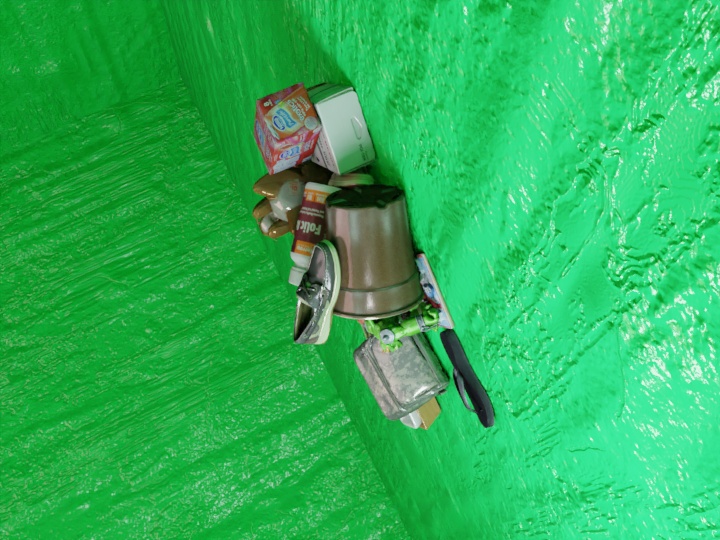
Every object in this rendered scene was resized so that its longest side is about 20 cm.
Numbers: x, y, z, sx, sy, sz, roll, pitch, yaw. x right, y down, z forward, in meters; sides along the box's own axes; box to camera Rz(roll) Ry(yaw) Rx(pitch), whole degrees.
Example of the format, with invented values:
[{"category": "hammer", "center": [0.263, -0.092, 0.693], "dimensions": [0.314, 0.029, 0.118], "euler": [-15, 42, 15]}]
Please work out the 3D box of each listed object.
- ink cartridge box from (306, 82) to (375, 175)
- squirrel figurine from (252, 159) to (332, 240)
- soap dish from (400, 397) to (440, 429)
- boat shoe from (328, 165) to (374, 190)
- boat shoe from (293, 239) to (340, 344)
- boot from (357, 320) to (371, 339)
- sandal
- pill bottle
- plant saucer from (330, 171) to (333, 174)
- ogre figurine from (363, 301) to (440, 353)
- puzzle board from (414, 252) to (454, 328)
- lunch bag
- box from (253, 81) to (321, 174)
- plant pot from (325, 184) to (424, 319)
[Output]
[{"category": "ink cartridge box", "center": [-0.057, -0.283, 1.526], "dimensions": [0.200, 0.082, 0.149], "euler": [38, 149, 66]}, {"category": "squirrel figurine", "center": [-0.148, -0.152, 1.692], "dimensions": [0.141, 0.201, 0.187], "euler": [39, 157, 1]}, {"category": "soap dish", "center": [0.113, 0.277, 1.871], "dimensions": [0.203, 0.080, 0.157], "euler": [65, 168, 0]}, {"category": "boat shoe", "center": [-0.017, -0.190, 1.557], "dimensions": [0.200, 0.071, 0.066], "euler": [-163, 86, -72]}, {"category": "boat shoe", "center": [-0.084, 0.046, 1.383], "dimensions": [0.072, 0.065, 0.205], "euler": [37, 127, 44]}, {"category": "boot", "center": [0.037, 0.076, 1.760], "dimensions": [0.075, 0.105, 0.203], "euler": [52, 160, 50]}, {"category": "sandal", "center": [0.197, 0.212, 1.485], "dimensions": [0.203, 0.042, 0.076], "euler": [63, 168, 11]}, {"category": "pill bottle", "center": [-0.077, -0.065, 1.543], "dimensions": [0.114, 0.112, 0.205], "euler": [-164, 86, -73]}, {"category": "plant saucer", "center": [-0.047, -0.154, 1.756], "dimensions": [0.202, 0.035, 0.201], "euler": [54, 170, 13]}, {"category": "ogre figurine", "center": [0.074, 0.098, 1.533], "dimensions": [0.200, 0.118, 0.100], "euler": [48, 159, 57]}, {"category": "puzzle board", "center": [0.121, 0.041, 1.545], "dimensions": [0.153, 0.017, 0.200], "euler": [67, 167, -5]}, {"category": "lunch bag", "center": [0.097, 0.202, 1.686], "dimensions": [0.168, 0.138, 0.203], "euler": [-43, 72, 47]}, {"category": "box", "center": [-0.145, -0.271, 1.497], "dimensions": [0.097, 0.098, 0.200], "euler": [66, 168, 5]}, {"category": "plant pot", "center": [0.017, -0.043, 1.427], "dimensions": [0.200, 0.196, 0.203], "euler": [-140, 42, -62]}]
